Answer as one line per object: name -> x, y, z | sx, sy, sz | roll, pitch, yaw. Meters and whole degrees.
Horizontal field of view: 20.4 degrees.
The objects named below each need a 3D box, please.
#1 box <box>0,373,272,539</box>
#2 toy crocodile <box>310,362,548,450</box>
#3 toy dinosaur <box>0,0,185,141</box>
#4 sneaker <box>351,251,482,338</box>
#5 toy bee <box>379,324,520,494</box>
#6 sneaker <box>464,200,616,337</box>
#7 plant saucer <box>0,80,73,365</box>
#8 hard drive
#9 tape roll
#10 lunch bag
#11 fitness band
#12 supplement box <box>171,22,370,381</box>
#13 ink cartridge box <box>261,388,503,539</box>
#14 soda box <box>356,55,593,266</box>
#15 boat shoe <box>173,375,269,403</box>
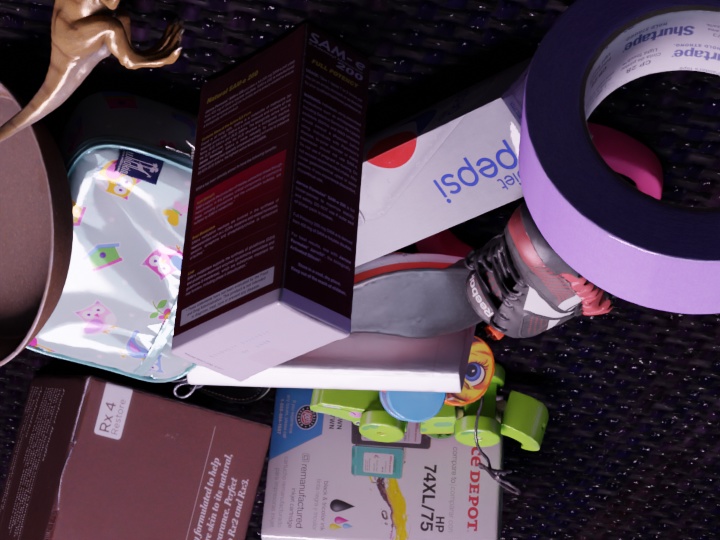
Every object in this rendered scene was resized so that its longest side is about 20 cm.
box -> -0.198, 0.185, 1.681 | 0.164, 0.166, 0.200 | 17, 172, -21
toy crocodile -> 0.058, 0.114, 1.668 | 0.200, 0.068, 0.062 | 5, 153, 0
toy dinosaur -> -0.168, -0.144, 1.230 | 0.106, 0.060, 0.200 | 15, 126, -15
sneaker -> -0.001, -0.001, 1.437 | 0.201, 0.108, 0.067 | -11, 128, 6
toy bee -> 0.060, 0.075, 1.587 | 0.200, 0.109, 0.131 | 35, 173, -24
sneaker -> 0.113, 0.001, 1.308 | 0.098, 0.071, 0.200 | -21, 167, 8
plant saucer -> -0.248, -0.035, 1.335 | 0.034, 0.200, 0.200 | -6, 165, -42
hard drive -> -0.016, 0.040, 1.474 | 0.200, 0.132, 0.026 | 2, 125, 11
tape roll -> 0.192, -0.078, 1.148 | 0.200, 0.200, 0.066 | 3, 151, 4
lunch bag -> -0.150, -0.020, 1.376 | 0.160, 0.077, 0.200 | 19, 123, -19
fitness band -> 0.122, -0.042, 1.401 | 0.144, 0.037, 0.200 | 19, 148, -24
supplement box -> -0.055, -0.042, 1.255 | 0.061, 0.200, 0.109 | 25, 146, -35
ink cartridge box -> 0.024, 0.197, 1.747 | 0.200, 0.147, 0.146 | 2, 151, 4
soda box -> 0.050, -0.068, 1.312 | 0.200, 0.063, 0.068 | -22, 108, 42
boat shoe -> -0.134, 0.065, 1.600 | 0.075, 0.062, 0.200 | -32, 140, 11
